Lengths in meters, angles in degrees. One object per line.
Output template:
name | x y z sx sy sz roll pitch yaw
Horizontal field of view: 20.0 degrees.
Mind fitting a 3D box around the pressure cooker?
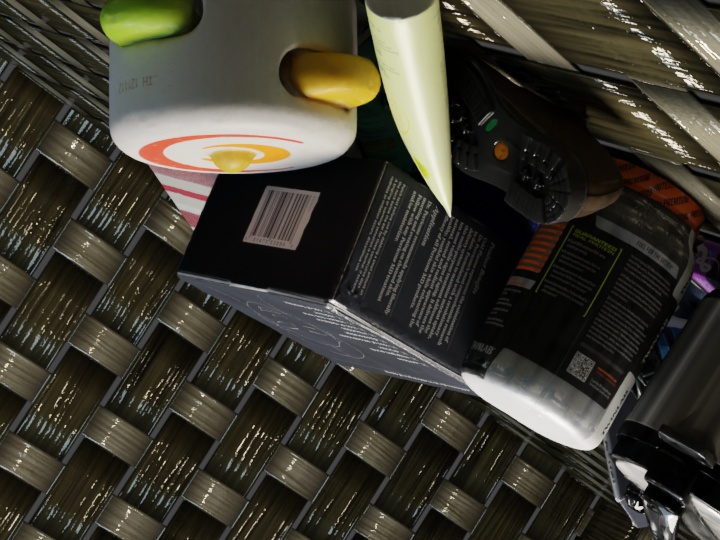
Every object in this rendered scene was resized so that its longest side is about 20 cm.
pressure cooker | 0.285 0.134 1.528 0.176 0.201 0.179 36 172 -13

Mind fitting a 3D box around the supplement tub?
supplement tub | 0.172 0.023 1.546 0.122 0.201 0.123 30 172 5

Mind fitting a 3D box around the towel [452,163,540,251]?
towel | 0.120 -0.051 1.666 0.147 0.049 0.201 17 136 53

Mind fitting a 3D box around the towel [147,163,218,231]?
towel | -0.107 -0.033 1.754 0.144 0.023 0.201 18 145 57

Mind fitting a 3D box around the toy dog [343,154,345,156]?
toy dog | -0.075 -0.126 1.759 0.140 0.194 0.200 43 -175 22

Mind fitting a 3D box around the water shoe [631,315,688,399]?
water shoe | 0.258 0.082 1.682 0.199 0.079 0.072 18 149 26

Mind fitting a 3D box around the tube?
tube | 0.040 -0.126 1.458 0.052 0.058 0.201 11 146 18

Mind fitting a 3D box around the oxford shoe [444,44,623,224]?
oxford shoe | 0.117 -0.099 1.493 0.084 0.073 0.200 -7 -139 -37

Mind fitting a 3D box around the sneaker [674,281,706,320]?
sneaker | 0.284 0.052 1.753 0.075 0.085 0.200 32 174 6

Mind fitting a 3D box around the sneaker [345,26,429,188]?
sneaker | 0.028 -0.114 1.624 0.079 0.078 0.200 27 154 31

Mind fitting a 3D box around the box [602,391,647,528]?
box | 0.315 0.146 1.771 0.199 0.105 0.148 -11 162 10

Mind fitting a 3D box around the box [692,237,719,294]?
box | 0.355 0.045 1.572 0.143 0.036 0.200 37 172 -34

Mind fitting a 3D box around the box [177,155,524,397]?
box | 0.000 0.000 1.619 0.196 0.125 0.199 33 165 -39

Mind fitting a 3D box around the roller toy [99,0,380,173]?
roller toy | -0.090 -0.141 1.498 0.199 0.141 0.182 1 172 -6
